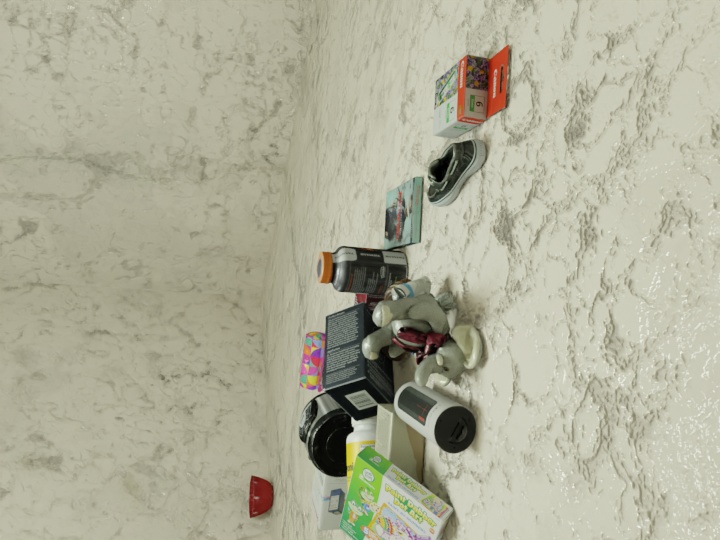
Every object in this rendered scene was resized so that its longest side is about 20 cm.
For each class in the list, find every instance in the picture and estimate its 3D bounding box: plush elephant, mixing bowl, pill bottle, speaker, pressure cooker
[{"bbox_3d":[0.118,0.130,1.012,0.156,0.198,0.166,58,149,25],"label":"plush elephant"},{"bbox_3d":[-0.495,1.131,2.934,0.200,0.107,0.204,-175,90,-74],"label":"mixing bowl"},{"bbox_3d":[0.023,0.422,1.314,0.111,0.109,0.203,127,145,-61],"label":"pill bottle"},{"bbox_3d":[0.129,0.258,1.047,0.200,0.080,0.083,-174,89,-74],"label":"speaker"},{"bbox_3d":[0.000,0.000,1.345,0.106,0.197,0.108,-176,90,-73],"label":"pill bottle"},{"bbox_3d":[-0.067,0.409,1.495,0.200,0.174,0.181,-152,43,-73],"label":"pressure cooker"}]

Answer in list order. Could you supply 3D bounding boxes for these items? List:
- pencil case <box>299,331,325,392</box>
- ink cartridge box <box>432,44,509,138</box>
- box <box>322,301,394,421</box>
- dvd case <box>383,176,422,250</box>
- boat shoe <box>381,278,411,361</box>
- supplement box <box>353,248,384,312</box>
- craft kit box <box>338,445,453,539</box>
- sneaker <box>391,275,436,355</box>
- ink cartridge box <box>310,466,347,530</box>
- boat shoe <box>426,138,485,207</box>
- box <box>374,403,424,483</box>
[{"bbox_3d":[-0.161,0.316,2.039,0.088,0.087,0.203,-134,48,-69],"label":"pencil case"},{"bbox_3d":[0.189,-0.312,1.034,0.200,0.049,0.111,174,100,-74],"label":"ink cartridge box"},{"bbox_3d":[-0.002,0.203,1.309,0.149,0.106,0.202,52,-154,-40],"label":"box"},{"bbox_3d":[0.096,-0.127,1.363,0.200,0.022,0.149,173,101,-73],"label":"dvd case"},{"bbox_3d":[0.091,0.107,1.269,0.075,0.074,0.205,-47,-28,-45],"label":"boat shoe"},{"bbox_3d":[0.028,0.050,1.484,0.109,0.060,0.204,-154,70,-73],"label":"supplement box"},{"bbox_3d":[0.060,0.466,1.100,0.198,0.048,0.200,28,117,30],"label":"craft kit box"},{"bbox_3d":[0.120,0.093,1.153,0.075,0.086,0.202,45,156,39],"label":"sneaker"},{"bbox_3d":[-0.083,0.611,1.678,0.145,0.086,0.203,-139,57,-71],"label":"ink cartridge box"},{"bbox_3d":[0.156,-0.184,1.080,0.200,0.070,0.073,125,145,-62],"label":"boat shoe"},{"bbox_3d":[0.077,0.382,1.196,0.095,0.076,0.204,-177,91,-73],"label":"box"}]
